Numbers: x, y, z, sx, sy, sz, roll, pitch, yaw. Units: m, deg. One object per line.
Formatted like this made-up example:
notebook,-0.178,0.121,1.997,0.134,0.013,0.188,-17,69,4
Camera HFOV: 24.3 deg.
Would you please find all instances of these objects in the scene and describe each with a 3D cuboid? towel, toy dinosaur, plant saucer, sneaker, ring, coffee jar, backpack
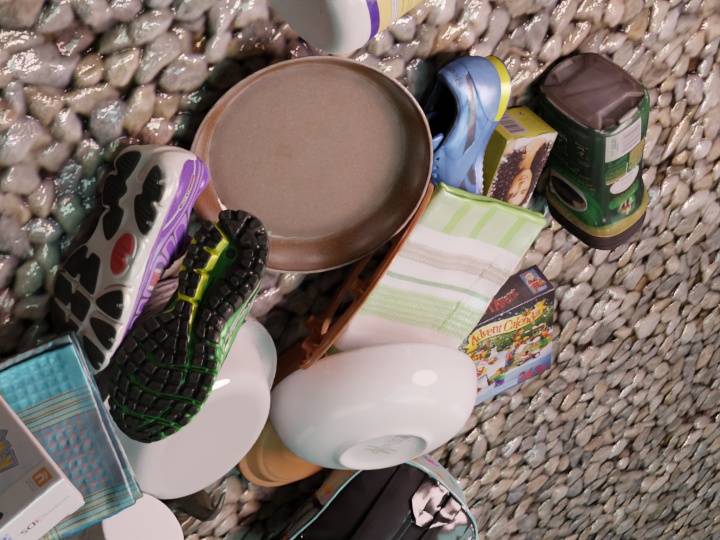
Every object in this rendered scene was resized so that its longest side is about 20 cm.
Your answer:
towel,0.070,0.018,1.516,0.149,0.031,0.200,11,121,-44
toy dinosaur,-0.186,0.224,1.508,0.200,0.077,0.102,-45,174,33
plant saucer,-0.042,-0.088,1.338,0.199,0.032,0.201,-7,126,-10
sneaker,0.073,-0.102,1.497,0.078,0.066,0.201,-16,135,-35
ring,0.000,0.000,1.463,0.201,0.019,0.200,-55,-175,7
coffee jar,0.230,-0.111,1.633,0.085,0.104,0.200,-37,148,-18
sneaker,-0.171,-0.004,1.298,0.083,0.081,0.201,1,125,-52
towel,-0.282,0.152,1.273,0.199,0.022,0.147,-24,100,-10
plant saucer,-0.041,0.137,1.654,0.200,0.032,0.201,-30,144,-25
sneaker,-0.126,0.048,1.312,0.201,0.078,0.085,-57,173,1
backpack,0.019,0.274,1.726,0.200,0.176,0.153,-48,-172,13

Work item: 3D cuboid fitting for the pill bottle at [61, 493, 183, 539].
pill bottle,-0.231,0.273,1.423,0.109,0.110,0.200,-7,148,-46

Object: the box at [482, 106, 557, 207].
box,0.118,-0.058,1.609,0.075,0.050,0.201,-14,136,-40

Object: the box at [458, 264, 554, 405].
box,0.099,0.088,1.667,0.199,0.038,0.137,-25,144,-15

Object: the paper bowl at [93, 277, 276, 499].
paper bowl,-0.158,0.114,1.423,0.200,0.104,0.201,-31,146,-24

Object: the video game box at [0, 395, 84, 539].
video game box,-0.321,0.151,1.177,0.182,0.200,0.047,-39,146,-13

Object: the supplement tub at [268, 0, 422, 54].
supplement tub,0.021,-0.263,1.178,0.200,0.145,0.146,-38,147,-14

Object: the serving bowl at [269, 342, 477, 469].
serving bowl,0.016,0.138,1.543,0.199,0.066,0.200,-10,154,-5
